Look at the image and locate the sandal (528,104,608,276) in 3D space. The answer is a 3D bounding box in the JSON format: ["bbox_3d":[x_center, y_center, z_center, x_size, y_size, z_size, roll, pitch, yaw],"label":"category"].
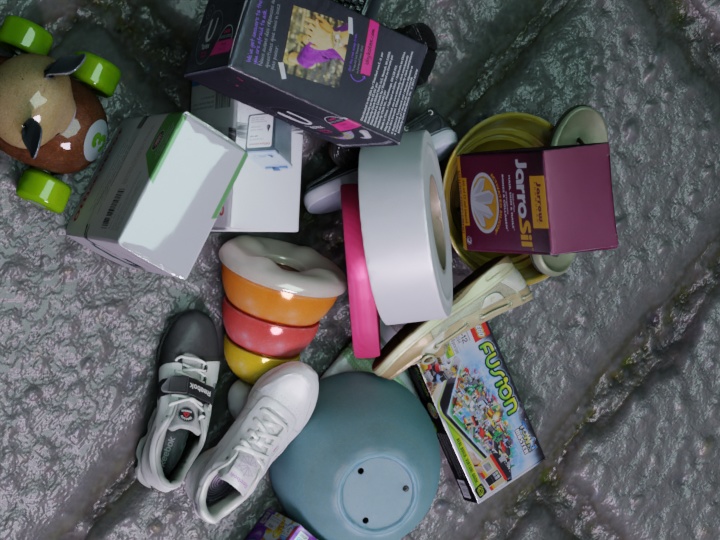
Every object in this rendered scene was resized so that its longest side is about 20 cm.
[{"bbox_3d":[0.252,-0.091,1.631,0.079,0.057,0.203,14,86,-24],"label":"sandal"}]

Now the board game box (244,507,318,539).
[{"bbox_3d":[-0.111,0.381,1.552,0.103,0.105,0.201,43,75,-19],"label":"board game box"}]

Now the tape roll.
[{"bbox_3d":[0.051,-0.045,1.500,0.070,0.202,0.205,-7,96,10],"label":"tape roll"}]

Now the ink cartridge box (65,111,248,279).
[{"bbox_3d":[-0.213,-0.078,1.440,0.084,0.199,0.147,30,81,-25],"label":"ink cartridge box"}]

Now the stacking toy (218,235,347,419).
[{"bbox_3d":[-0.106,0.074,1.553,0.145,0.146,0.202,9,107,-24],"label":"stacking toy"}]

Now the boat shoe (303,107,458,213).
[{"bbox_3d":[0.016,-0.132,1.615,0.198,0.070,0.067,-27,75,-11],"label":"boat shoe"}]

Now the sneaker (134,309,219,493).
[{"bbox_3d":[-0.187,0.143,1.521,0.073,0.088,0.203,13,85,-22],"label":"sneaker"}]

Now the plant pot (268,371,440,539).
[{"bbox_3d":[0.005,0.227,1.559,0.198,0.135,0.203,-2,101,-12],"label":"plant pot"}]

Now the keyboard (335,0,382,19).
[{"bbox_3d":[-0.017,-0.361,1.614,0.126,0.021,0.202,24,81,-23],"label":"keyboard"}]

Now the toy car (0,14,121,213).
[{"bbox_3d":[-0.310,-0.159,1.391,0.157,0.200,0.166,25,82,-22],"label":"toy car"}]

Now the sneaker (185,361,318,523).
[{"bbox_3d":[-0.108,0.189,1.495,0.075,0.100,0.201,36,96,-16],"label":"sneaker"}]

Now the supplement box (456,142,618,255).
[{"bbox_3d":[0.188,-0.078,1.525,0.085,0.200,0.112,-7,95,-23],"label":"supplement box"}]

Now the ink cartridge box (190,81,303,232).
[{"bbox_3d":[-0.125,-0.142,1.504,0.085,0.146,0.203,1,92,-26],"label":"ink cartridge box"}]

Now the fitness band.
[{"bbox_3d":[0.000,0.000,1.554,0.037,0.144,0.202,-4,122,3],"label":"fitness band"}]

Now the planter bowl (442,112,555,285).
[{"bbox_3d":[0.166,-0.084,1.671,0.198,0.083,0.203,-1,92,-23],"label":"planter bowl"}]

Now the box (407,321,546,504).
[{"bbox_3d":[0.134,0.160,1.664,0.109,0.035,0.202,-29,101,-23],"label":"box"}]

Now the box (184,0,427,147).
[{"bbox_3d":[-0.054,-0.205,1.386,0.198,0.122,0.107,21,82,-27],"label":"box"}]

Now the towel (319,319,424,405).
[{"bbox_3d":[0.052,0.123,1.657,0.200,0.031,0.149,-46,109,-16],"label":"towel"}]

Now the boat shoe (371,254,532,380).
[{"bbox_3d":[0.103,0.065,1.583,0.200,0.073,0.063,-38,97,-9],"label":"boat shoe"}]

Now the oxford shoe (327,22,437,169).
[{"bbox_3d":[0.012,-0.193,1.597,0.073,0.084,0.201,52,57,-34],"label":"oxford shoe"}]
